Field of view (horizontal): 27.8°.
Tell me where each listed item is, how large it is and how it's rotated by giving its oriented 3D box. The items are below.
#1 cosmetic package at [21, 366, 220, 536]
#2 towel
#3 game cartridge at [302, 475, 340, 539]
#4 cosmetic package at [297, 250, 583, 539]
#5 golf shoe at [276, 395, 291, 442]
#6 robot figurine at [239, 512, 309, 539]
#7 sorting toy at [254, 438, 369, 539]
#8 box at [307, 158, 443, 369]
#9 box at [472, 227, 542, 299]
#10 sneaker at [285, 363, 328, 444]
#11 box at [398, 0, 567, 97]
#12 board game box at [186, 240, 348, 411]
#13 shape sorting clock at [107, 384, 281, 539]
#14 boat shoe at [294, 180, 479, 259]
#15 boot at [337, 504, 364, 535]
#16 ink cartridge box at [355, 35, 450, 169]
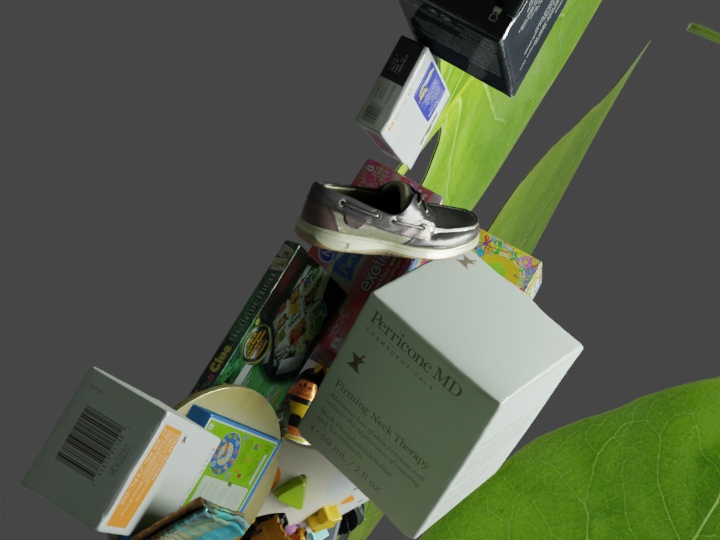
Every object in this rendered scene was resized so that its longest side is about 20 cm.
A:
[{"bbox_3d":[-0.179,0.147,1.127,0.102,0.071,0.200,-60,169,-7],"label":"cosmetic package"},{"bbox_3d":[-0.170,0.237,1.194,0.146,0.022,0.200,-32,166,-3],"label":"towel"},{"bbox_3d":[-0.088,0.286,1.707,0.041,0.133,0.200,-75,179,-54],"label":"game cartridge"},{"bbox_3d":[0.076,0.115,1.425,0.166,0.167,0.200,-27,152,-49],"label":"cosmetic package"},{"bbox_3d":[-0.147,0.195,1.443,0.200,0.078,0.097,-51,-177,-20],"label":"golf shoe"},{"bbox_3d":[-0.139,0.302,1.402,0.199,0.058,0.145,-22,-160,-8],"label":"robot figurine"},{"bbox_3d":[-0.047,0.234,1.557,0.179,0.107,0.200,-20,151,-2],"label":"sorting toy"},{"bbox_3d":[0.000,0.000,1.501,0.200,0.095,0.100,-58,167,-13],"label":"box"},{"bbox_3d":[0.077,0.037,1.669,0.193,0.200,0.122,-60,168,-7],"label":"box"},{"bbox_3d":[-0.047,0.153,1.745,0.200,0.070,0.090,-25,134,-76],"label":"sneaker"},{"bbox_3d":[0.133,-0.290,1.331,0.197,0.117,0.200,-61,168,-3],"label":"box"},{"bbox_3d":[-0.092,0.080,1.377,0.200,0.023,0.105,-58,144,-13],"label":"board game box"},{"bbox_3d":[-0.149,0.195,1.321,0.200,0.039,0.201,-34,138,-37],"label":"shape sorting clock"},{"bbox_3d":[0.034,-0.053,1.394,0.199,0.072,0.065,2,118,-28],"label":"boat shoe"},{"bbox_3d":[-0.036,0.258,1.815,0.198,0.074,0.162,-10,-161,43],"label":"boot"},{"bbox_3d":[0.047,-0.165,1.466,0.095,0.037,0.200,-62,166,-1],"label":"ink cartridge box"}]
